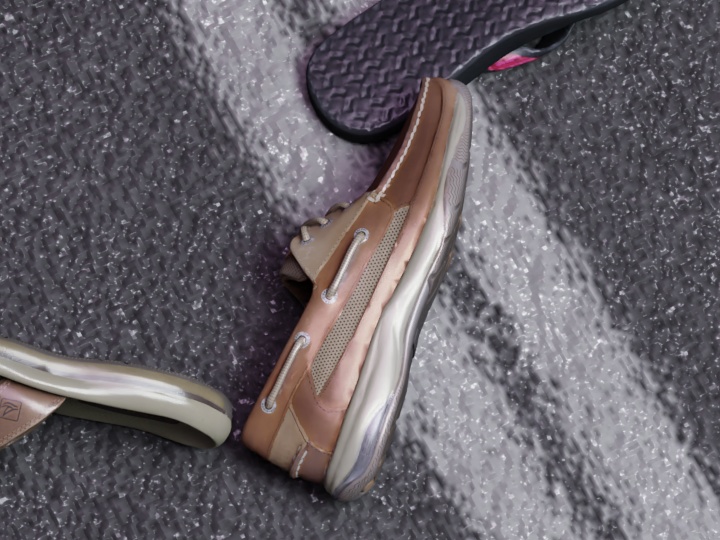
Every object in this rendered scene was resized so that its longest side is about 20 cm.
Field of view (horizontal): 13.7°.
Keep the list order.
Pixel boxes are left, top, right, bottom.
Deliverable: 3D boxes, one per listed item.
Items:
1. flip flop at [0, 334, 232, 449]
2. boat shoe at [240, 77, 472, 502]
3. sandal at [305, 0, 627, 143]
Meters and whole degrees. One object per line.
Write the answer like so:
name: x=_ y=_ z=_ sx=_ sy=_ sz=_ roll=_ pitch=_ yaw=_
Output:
flip flop: x=-0.155 y=0.060 z=1.290 sx=0.199 sy=0.081 sz=0.058 roll=12 pitch=82 yaw=-9
boat shoe: x=0.000 y=0.000 z=1.330 sx=0.071 sy=0.076 sz=0.201 roll=17 pitch=69 yaw=5
sandal: x=0.063 y=-0.125 z=1.410 sx=0.199 sy=0.045 sz=0.075 roll=-32 pitch=71 yaw=-3
